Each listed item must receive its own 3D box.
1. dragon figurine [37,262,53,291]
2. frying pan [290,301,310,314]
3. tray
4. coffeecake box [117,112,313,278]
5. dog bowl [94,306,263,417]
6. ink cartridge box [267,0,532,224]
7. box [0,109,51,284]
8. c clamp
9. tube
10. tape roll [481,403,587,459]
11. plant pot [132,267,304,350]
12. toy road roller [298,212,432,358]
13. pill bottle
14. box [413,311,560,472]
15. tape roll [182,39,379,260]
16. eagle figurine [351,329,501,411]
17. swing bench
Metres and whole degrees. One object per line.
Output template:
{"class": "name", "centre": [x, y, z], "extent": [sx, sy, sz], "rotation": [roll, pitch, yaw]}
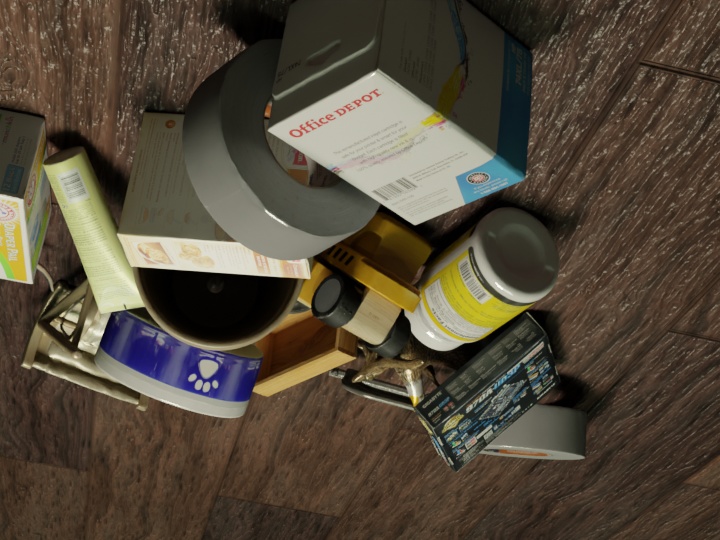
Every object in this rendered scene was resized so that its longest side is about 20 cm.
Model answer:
{"class": "dragon figurine", "centre": [-0.495, -0.018, 1.682], "extent": [0.198, 0.060, 0.099], "rotation": [21, 149, -22]}
{"class": "frying pan", "centre": [-0.147, 0.016, 1.691], "extent": [0.187, 0.031, 0.115], "rotation": [10, 151, 2]}
{"class": "tray", "centre": [-0.074, 0.095, 1.744], "extent": [0.037, 0.100, 0.199], "rotation": [25, 147, -32]}
{"class": "coffeecake box", "centre": [-0.143, -0.081, 1.386], "extent": [0.197, 0.155, 0.073], "rotation": [4, 152, 7]}
{"class": "dog bowl", "centre": [-0.222, 0.106, 1.601], "extent": [0.198, 0.080, 0.200], "rotation": [21, -176, -2]}
{"class": "ink cartridge box", "centre": [0.040, -0.166, 1.197], "extent": [0.199, 0.148, 0.146], "rotation": [30, 145, -36]}
{"class": "box", "centre": [-0.418, -0.085, 1.489], "extent": [0.100, 0.114, 0.201], "rotation": [10, 150, -5]}
{"class": "c clamp", "centre": [0.046, 0.168, 1.837], "extent": [0.197, 0.027, 0.171], "rotation": [16, -177, 2]}
{"class": "tube", "centre": [-0.306, -0.042, 1.500], "extent": [0.058, 0.052, 0.202], "rotation": [21, 134, 59]}
{"class": "tape roll", "centre": [0.232, 0.235, 1.904], "extent": [0.197, 0.067, 0.200], "rotation": [6, 169, 1]}
{"class": "plant pot", "centre": [-0.168, 0.003, 1.535], "extent": [0.197, 0.203, 0.174], "rotation": [10, 167, -6]}
{"class": "toy road roller", "centre": [0.000, 0.000, 1.566], "extent": [0.122, 0.147, 0.200], "rotation": [32, 180, -34]}
{"class": "pill bottle", "centre": [0.138, 0.017, 1.538], "extent": [0.113, 0.116, 0.200], "rotation": [19, 150, -20]}
{"class": "box", "centre": [0.174, 0.167, 1.742], "extent": [0.199, 0.046, 0.159], "rotation": [-40, 148, -7]}
{"class": "tape roll", "centre": [-0.070, -0.116, 1.243], "extent": [0.199, 0.203, 0.066], "rotation": [27, 145, -32]}
{"class": "eagle figurine", "centre": [0.080, 0.113, 1.746], "extent": [0.151, 0.153, 0.199], "rotation": [34, -152, 34]}
{"class": "swing bench", "centre": [-0.328, 0.099, 1.781], "extent": [0.197, 0.131, 0.199], "rotation": [25, 161, -30]}
